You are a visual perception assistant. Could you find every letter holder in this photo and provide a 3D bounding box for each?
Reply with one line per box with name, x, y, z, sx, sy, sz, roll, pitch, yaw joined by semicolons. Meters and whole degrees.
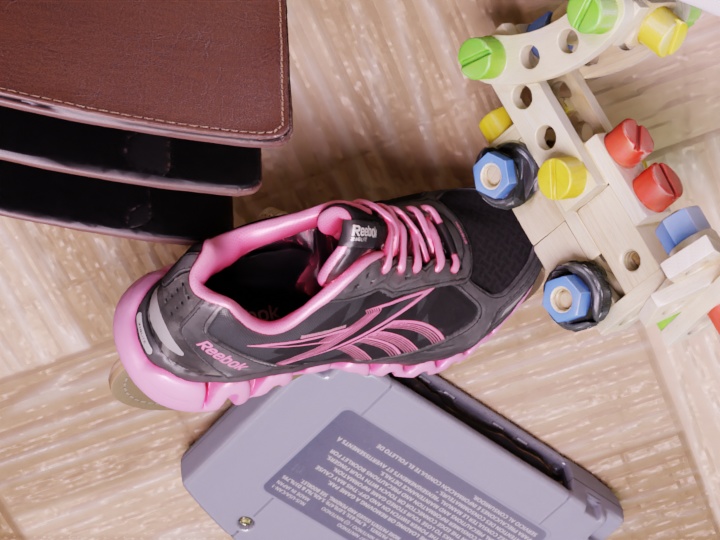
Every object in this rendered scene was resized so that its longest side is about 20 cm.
letter holder;-0.135;-0.069;0.872;0.199;0.142;0.101;11;125;-13

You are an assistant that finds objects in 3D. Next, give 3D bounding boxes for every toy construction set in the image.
toy construction set;0.110;-0.048;0.886;0.092;0.200;0.131;9;141;-42

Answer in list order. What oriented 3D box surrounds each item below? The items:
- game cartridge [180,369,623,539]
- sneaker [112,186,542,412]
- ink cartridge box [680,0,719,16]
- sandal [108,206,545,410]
game cartridge;0.016;0.114;1.086;0.200;0.042;0.133;34;122;-25
sneaker;0.000;0.000;0.899;0.199;0.079;0.095;-16;160;-27
ink cartridge box;0.108;-0.210;0.770;0.145;0.083;0.200;26;137;18
sandal;-0.024;0.003;0.989;0.211;0.070;0.078;-14;153;-19
